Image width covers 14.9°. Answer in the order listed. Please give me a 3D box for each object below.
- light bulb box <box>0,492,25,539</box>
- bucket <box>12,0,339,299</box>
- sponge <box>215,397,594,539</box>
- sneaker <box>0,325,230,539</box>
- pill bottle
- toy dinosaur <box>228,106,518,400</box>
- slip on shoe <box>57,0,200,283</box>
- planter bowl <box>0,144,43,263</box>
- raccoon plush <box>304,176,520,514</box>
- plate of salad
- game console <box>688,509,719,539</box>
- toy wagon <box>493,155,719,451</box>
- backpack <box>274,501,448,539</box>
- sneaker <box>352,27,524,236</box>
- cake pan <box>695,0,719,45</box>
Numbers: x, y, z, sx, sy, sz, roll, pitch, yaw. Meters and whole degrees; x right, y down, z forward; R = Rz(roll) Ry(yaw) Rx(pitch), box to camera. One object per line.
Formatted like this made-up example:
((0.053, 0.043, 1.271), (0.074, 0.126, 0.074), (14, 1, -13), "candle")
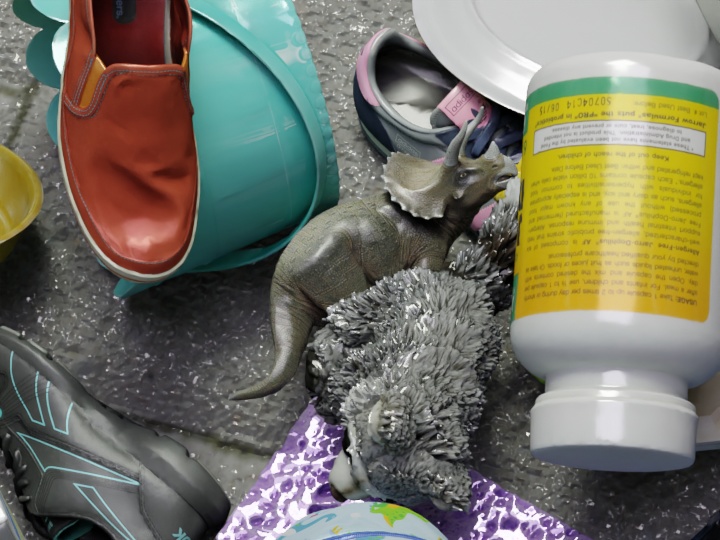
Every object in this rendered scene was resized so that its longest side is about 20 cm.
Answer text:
((-0.256, 0.122, 1.442), (0.125, 0.200, 0.198), (-29, 63, -8), "light bulb box")
((-0.103, -0.095, 1.539), (0.135, 0.207, 0.207), (-20, 62, -9), "bucket")
((0.033, 0.155, 1.486), (0.200, 0.030, 0.112), (29, 70, 20), "sponge")
((-0.168, 0.098, 1.515), (0.200, 0.075, 0.079), (33, 73, 21), "sneaker")
((0.134, -0.002, 1.410), (0.113, 0.113, 0.200), (2, 78, 8), "pill bottle")
((0.000, 0.000, 1.517), (0.200, 0.077, 0.102), (-31, 105, -6), "toy dinosaur")
((-0.116, -0.092, 1.406), (0.074, 0.061, 0.200), (-2, 96, -15), "slip on shoe")
((-0.281, -0.012, 1.559), (0.200, 0.084, 0.200), (5, 27, -3), "planter bowl")
((0.045, 0.034, 1.425), (0.097, 0.134, 0.200), (28, 90, -18), "raccoon plush")
((0.126, -0.133, 1.594), (0.200, 0.048, 0.200), (8, 39, -6), "plate of salad")
((0.256, 0.171, 1.406), (0.118, 0.171, 0.200), (-27, 60, -37), "game console")
((0.152, 0.005, 1.488), (0.155, 0.040, 0.200), (-51, 58, 9), "toy wagon")
((0.013, 0.214, 1.366), (0.163, 0.200, 0.154), (-22, 33, 6), "backpack")
((0.073, -0.065, 1.563), (0.200, 0.082, 0.070), (33, 72, 21), "sneaker")
((0.226, -0.182, 1.555), (0.037, 0.200, 0.201), (-21, 58, 28), "cake pan")
